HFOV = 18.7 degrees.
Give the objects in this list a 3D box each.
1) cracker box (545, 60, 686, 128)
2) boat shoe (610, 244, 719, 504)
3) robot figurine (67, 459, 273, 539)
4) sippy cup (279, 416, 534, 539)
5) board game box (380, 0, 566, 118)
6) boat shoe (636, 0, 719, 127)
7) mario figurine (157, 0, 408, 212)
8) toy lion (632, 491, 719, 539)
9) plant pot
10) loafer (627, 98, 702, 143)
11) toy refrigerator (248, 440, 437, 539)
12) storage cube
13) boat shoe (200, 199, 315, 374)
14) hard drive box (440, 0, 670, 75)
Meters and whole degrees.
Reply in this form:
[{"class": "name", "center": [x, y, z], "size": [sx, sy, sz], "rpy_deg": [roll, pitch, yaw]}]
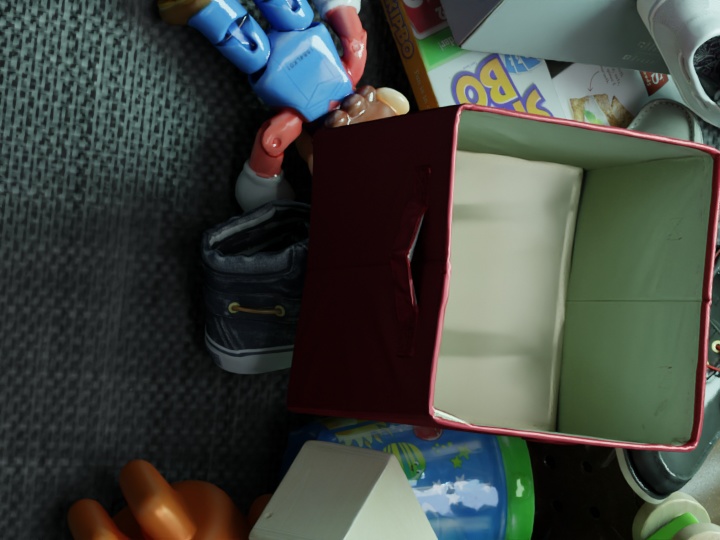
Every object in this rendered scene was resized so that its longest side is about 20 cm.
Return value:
[{"class": "cracker box", "center": [0.141, -0.075, 1.490], "size": [0.200, 0.057, 0.135], "rpy_deg": [-37, 114, -30]}, {"class": "boat shoe", "center": [0.205, 0.054, 1.320], "size": [0.074, 0.063, 0.202], "rpy_deg": [48, 45, -20]}, {"class": "robot figurine", "center": [-0.096, 0.207, 1.303], "size": [0.200, 0.116, 0.144], "rpy_deg": [55, 48, -27]}, {"class": "sippy cup", "center": [0.022, 0.140, 1.383], "size": [0.129, 0.139, 0.179], "rpy_deg": [-3, 83, -26]}, {"class": "board game box", "center": [0.078, -0.119, 1.401], "size": [0.095, 0.030, 0.201], "rpy_deg": [-10, 77, -32]}, {"class": "boat shoe", "center": [0.239, -0.126, 1.402], "size": [0.072, 0.069, 0.200], "rpy_deg": [-29, 149, 8]}, {"class": "mario figurine", "center": [-0.042, -0.113, 1.350], "size": [0.200, 0.123, 0.106], "rpy_deg": [53, 23, -20]}, {"class": "toy lion", "center": [0.160, 0.243, 1.317], "size": [0.191, 0.069, 0.201], "rpy_deg": [-35, 114, -1]}, {"class": "plant pot", "center": [0.195, 0.109, 1.441], "size": [0.198, 0.199, 0.202], "rpy_deg": [-26, 110, -43]}, {"class": "loafer", "center": [0.182, -0.043, 1.414], "size": [0.070, 0.069, 0.201], "rpy_deg": [78, 24, -47]}, {"class": "toy refrigerator", "center": [0.009, 0.196, 1.288], "size": [0.076, 0.070, 0.201], "rpy_deg": [-58, 138, -33]}, {"class": "storage cube", "center": [0.079, 0.009, 1.242], "size": [0.199, 0.179, 0.173], "rpy_deg": [8, 85, -28]}, {"class": "boat shoe", "center": [0.000, 0.000, 1.332], "size": [0.199, 0.071, 0.091], "rpy_deg": [-13, 129, -12]}, {"class": "hard drive box", "center": [0.134, -0.217, 1.414], "size": [0.199, 0.077, 0.157], "rpy_deg": [1, 59, -38]}]
